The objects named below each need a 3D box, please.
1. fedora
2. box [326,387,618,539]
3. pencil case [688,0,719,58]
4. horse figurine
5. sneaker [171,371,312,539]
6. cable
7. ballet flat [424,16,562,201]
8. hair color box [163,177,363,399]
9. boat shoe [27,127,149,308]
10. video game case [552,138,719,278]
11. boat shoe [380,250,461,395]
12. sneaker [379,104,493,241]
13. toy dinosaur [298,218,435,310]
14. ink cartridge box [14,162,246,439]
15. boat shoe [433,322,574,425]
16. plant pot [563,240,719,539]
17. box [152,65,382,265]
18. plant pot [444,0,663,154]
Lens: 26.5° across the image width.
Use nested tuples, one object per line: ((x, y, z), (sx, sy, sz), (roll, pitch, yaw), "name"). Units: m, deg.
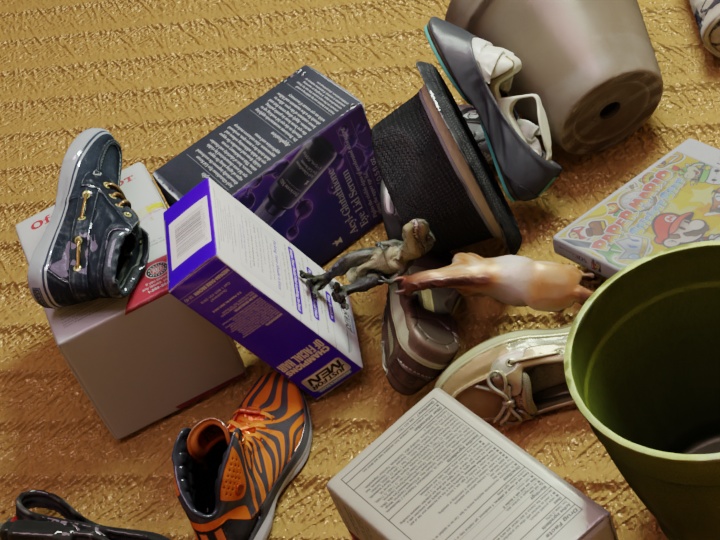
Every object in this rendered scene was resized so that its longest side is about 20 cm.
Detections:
((0.070, -0.089, 1.417), (0.091, 0.201, 0.201), (-27, 43, 8), "fedora")
((0.091, 0.207, 1.190), (0.128, 0.109, 0.200), (-39, 46, -17), "box")
((0.382, -0.299, 1.585), (0.089, 0.078, 0.200), (-24, 41, 21), "pencil case")
((0.141, 0.012, 1.349), (0.199, 0.132, 0.050), (10, 92, 15), "horse figurine")
((-0.101, 0.147, 1.327), (0.077, 0.112, 0.200), (-4, 46, 19), "sneaker")
((-0.249, 0.245, 1.365), (0.199, 0.051, 0.097), (5, 32, 11), "cable")
((0.134, -0.164, 1.458), (0.073, 0.073, 0.201), (-26, 87, -4), "ballet flat")
((-0.088, 0.019, 1.380), (0.065, 0.200, 0.110), (-36, 38, 21), "hair color box")
((-0.231, -0.050, 1.402), (0.090, 0.071, 0.201), (-3, 52, 18), "boat shoe")
((0.306, -0.039, 1.376), (0.200, 0.023, 0.182), (-34, 43, -27), "video game case")
((0.047, 0.042, 1.397), (0.074, 0.075, 0.203), (27, 27, -7), "boat shoe")
((0.090, -0.105, 1.524), (0.115, 0.075, 0.200), (-2, 46, 18), "sneaker")
((0.000, 0.000, 1.372), (0.088, 0.048, 0.200), (-27, 3, -25), "toy dinosaur")
((-0.223, 0.026, 1.475), (0.145, 0.145, 0.200), (-27, 43, -4), "ink cartridge box")
((0.161, 0.092, 1.302), (0.200, 0.073, 0.063), (-14, 39, -1), "boat shoe")
((0.270, 0.117, 1.140), (0.199, 0.193, 0.201), (-12, 44, 12), "plant pot")
((-0.081, -0.080, 1.518), (0.200, 0.148, 0.104), (-38, 46, -14), "box")
((0.209, -0.217, 1.519), (0.199, 0.200, 0.174), (-27, 60, -4), "plant pot")
